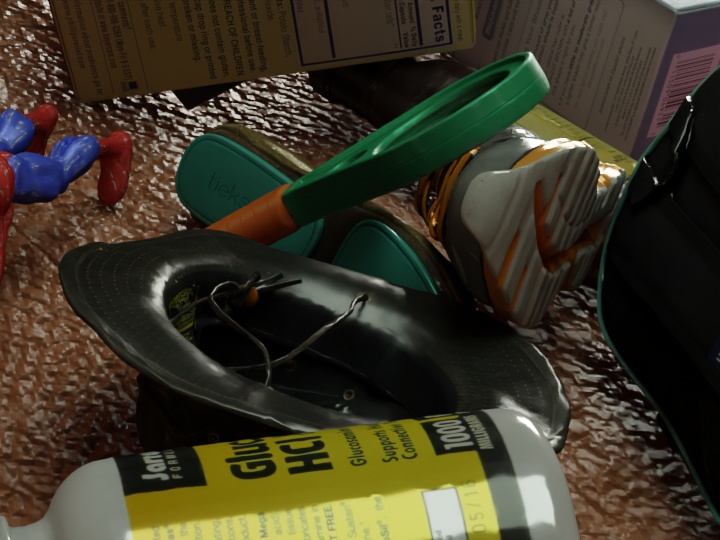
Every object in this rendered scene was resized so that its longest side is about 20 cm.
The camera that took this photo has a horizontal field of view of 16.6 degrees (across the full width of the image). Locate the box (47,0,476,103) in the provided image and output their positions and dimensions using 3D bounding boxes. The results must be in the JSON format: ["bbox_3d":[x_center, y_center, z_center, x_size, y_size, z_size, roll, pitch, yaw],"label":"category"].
[{"bbox_3d":[-0.054,-0.189,1.213,0.199,0.097,0.176,-7,49,1],"label":"box"}]

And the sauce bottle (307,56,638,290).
[{"bbox_3d":[0.059,-0.058,1.187,0.200,0.066,0.066,31,33,29],"label":"sauce bottle"}]

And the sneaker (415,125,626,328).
[{"bbox_3d":[0.057,-0.026,1.027,0.077,0.079,0.200,25,4,11],"label":"sneaker"}]

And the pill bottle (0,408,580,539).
[{"bbox_3d":[-0.035,0.110,0.791,0.199,0.113,0.113,-7,34,-11],"label":"pill bottle"}]

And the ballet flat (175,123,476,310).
[{"bbox_3d":[0.000,0.000,1.074,0.200,0.068,0.072,36,16,38],"label":"ballet flat"}]

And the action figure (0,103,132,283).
[{"bbox_3d":[-0.158,-0.016,1.024,0.065,0.099,0.200,18,8,11],"label":"action figure"}]

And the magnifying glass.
[{"bbox_3d":[-0.009,-0.035,1.016,0.022,0.200,0.080,59,27,-11],"label":"magnifying glass"}]

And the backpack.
[{"bbox_3d":[0.197,0.009,1.031,0.153,0.176,0.200,14,24,-37],"label":"backpack"}]

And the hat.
[{"bbox_3d":[-0.025,0.055,0.931,0.200,0.081,0.201,16,16,-5],"label":"hat"}]

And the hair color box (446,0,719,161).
[{"bbox_3d":[0.102,-0.143,1.310,0.061,0.099,0.200,-15,41,-41],"label":"hair color box"}]

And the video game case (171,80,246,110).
[{"bbox_3d":[-0.037,-0.172,1.275,0.200,0.019,0.143,-29,51,-14],"label":"video game case"}]
